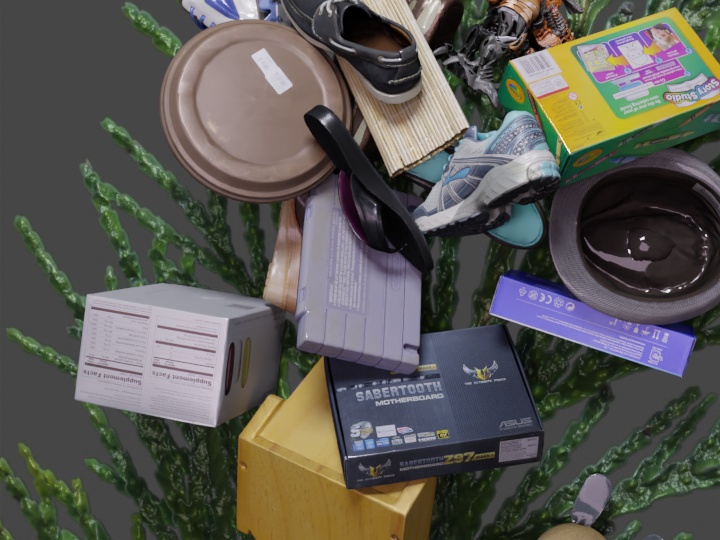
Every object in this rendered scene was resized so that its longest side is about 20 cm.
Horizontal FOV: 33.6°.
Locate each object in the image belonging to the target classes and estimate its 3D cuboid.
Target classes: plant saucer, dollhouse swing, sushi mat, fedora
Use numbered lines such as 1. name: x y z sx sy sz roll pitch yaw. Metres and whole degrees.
1. plant saucer: -0.103 -0.167 1.209 0.199 0.029 0.201 3 74 -12
2. dollhouse swing: -0.001 0.209 1.271 0.199 0.176 0.183 20 123 24
3. sushi mat: 0.033 -0.197 1.216 0.095 0.012 0.201 -31 65 17
4. fedora: 0.280 -0.031 1.191 0.199 0.090 0.178 0 81 0

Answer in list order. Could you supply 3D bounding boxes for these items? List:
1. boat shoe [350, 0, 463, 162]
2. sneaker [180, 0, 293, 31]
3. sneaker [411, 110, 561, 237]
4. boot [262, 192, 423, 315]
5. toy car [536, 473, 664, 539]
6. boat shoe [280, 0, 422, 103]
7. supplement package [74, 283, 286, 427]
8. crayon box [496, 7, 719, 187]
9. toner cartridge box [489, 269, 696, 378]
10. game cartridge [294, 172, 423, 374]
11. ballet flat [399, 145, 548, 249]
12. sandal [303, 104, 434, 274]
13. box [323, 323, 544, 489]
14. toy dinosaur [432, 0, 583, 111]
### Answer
1. boat shoe: 0.030 -0.212 1.269 0.075 0.075 0.203 34 94 23
2. sneaker: -0.134 -0.261 1.302 0.114 0.081 0.201 2 88 18
3. sneaker: 0.117 -0.091 1.162 0.200 0.077 0.087 -29 67 51
4. boot: -0.008 -0.037 1.295 0.165 0.072 0.201 12 83 -4
5. toy car: 0.209 0.312 1.219 0.200 0.158 0.164 -42 73 1
6. boat shoe: -0.010 -0.250 1.197 0.072 0.068 0.200 -37 60 -15
7. supplement package: -0.183 0.084 1.264 0.155 0.200 0.112 9 95 13
8. crayon box: 0.249 -0.169 1.154 0.199 0.058 0.119 -20 64 -17
9. toner cartridge box: 0.237 0.051 1.216 0.199 0.095 0.043 18 97 13
10. game cartridge: 0.000 0.000 1.220 0.129 0.038 0.201 12 59 -14
11. ballet flat: 0.114 -0.093 1.249 0.200 0.068 0.068 36 102 8
12. sandal: 0.000 -0.071 1.184 0.048 0.075 0.201 -40 102 -13
13. box: 0.069 0.133 1.204 0.199 0.158 0.051 -6 129 -5
14. toy dinosaur: 0.148 -0.244 1.214 0.200 0.102 0.136 39 100 1
